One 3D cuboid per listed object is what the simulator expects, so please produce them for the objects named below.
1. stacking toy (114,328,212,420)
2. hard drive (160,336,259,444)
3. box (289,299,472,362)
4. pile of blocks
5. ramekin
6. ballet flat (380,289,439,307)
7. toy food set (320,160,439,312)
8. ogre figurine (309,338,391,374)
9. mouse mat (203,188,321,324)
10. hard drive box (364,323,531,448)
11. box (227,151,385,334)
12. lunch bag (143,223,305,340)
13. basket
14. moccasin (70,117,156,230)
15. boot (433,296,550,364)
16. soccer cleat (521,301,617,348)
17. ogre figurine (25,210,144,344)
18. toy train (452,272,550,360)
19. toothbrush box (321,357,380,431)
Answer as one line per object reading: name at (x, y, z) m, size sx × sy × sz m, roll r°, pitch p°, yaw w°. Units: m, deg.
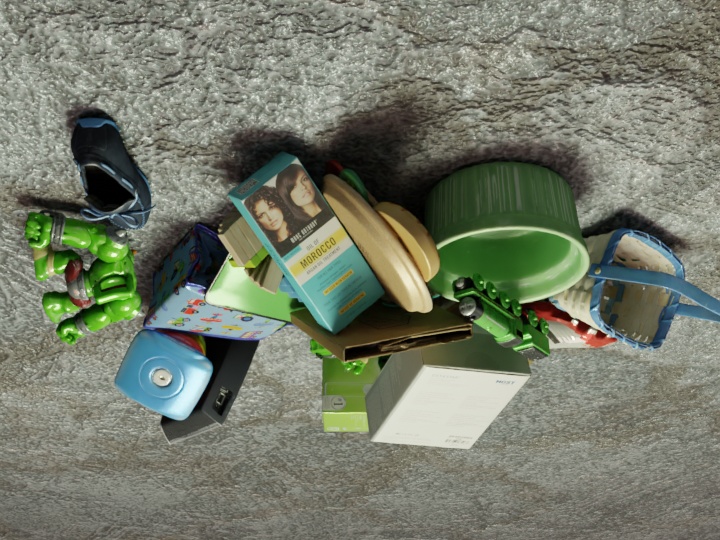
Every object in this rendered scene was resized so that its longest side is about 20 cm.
stacking toy at (-0.258, 0.112, 1.519) m, size 0.116 × 0.200 × 0.110 m, roll 28°, pitch 107°, yaw -5°
hard drive at (-0.215, 0.149, 1.548) m, size 0.135 × 0.200 × 0.042 m, roll -24°, pitch 123°, yaw 39°
box at (0.020, 0.064, 1.302) m, size 0.163 × 0.021 × 0.200 m, roll -10°, pitch -166°, yaw -19°
pile of blocks at (-0.100, -0.006, 1.269) m, size 0.200 × 0.082 × 0.062 m, roll 33°, pitch 160°, yaw -35°
ramekin at (0.167, -0.044, 1.273) m, size 0.200 × 0.098 × 0.200 m, roll 0°, pitch 153°, yaw 0°
ballet flat at (0.108, -0.002, 1.365) m, size 0.200 × 0.065 × 0.070 m, roll -13°, pitch -161°, yaw -37°
toy food set at (0.021, -0.037, 1.208) m, size 0.049 × 0.198 × 0.200 m, roll -38°, pitch 151°, yaw -9°
ogre figurine at (0.037, 0.097, 1.514) m, size 0.200 × 0.098 × 0.120 m, roll -26°, pitch 177°, yaw 2°
mouse mat at (-0.084, -0.018, 1.318) m, size 0.161 × 0.008 × 0.200 m, roll 15°, pitch 120°, yaw -32°
hard drive box at (0.113, 0.156, 1.440) m, size 0.156 × 0.077 × 0.200 m, roll 7°, pitch 141°, yaw -20°
box at (-0.059, -0.030, 1.216) m, size 0.200 × 0.082 × 0.049 m, roll 56°, pitch 168°, yaw -25°
lunch bag at (-0.162, 0.040, 1.417) m, size 0.200 × 0.094 × 0.151 m, roll 21°, pitch 146°, yaw -24°
basket at (0.351, 0.024, 1.339) m, size 0.176 × 0.139 × 0.200 m, roll 25°, pitch 175°, yaw -41°
moccasin at (-0.289, -0.092, 1.207) m, size 0.080 × 0.068 × 0.200 m, roll -4°, pitch 153°, yaw 7°
boot at (0.184, 0.073, 1.543) m, size 0.200 × 0.066 × 0.175 m, roll 16°, pitch 136°, yaw -30°
soccer cleat at (0.257, 0.079, 1.470) m, size 0.200 × 0.069 × 0.085 m, roll 8°, pitch 139°, yaw -17°
ogre figurine at (-0.342, 0.010, 1.348) m, size 0.120 × 0.098 × 0.200 m, roll -4°, pitch 111°, yaw -1°
toy train at (0.174, 0.061, 1.306) m, size 0.042 × 0.056 × 0.200 m, roll -19°, pitch 148°, yaw 33°
toothbrush box at (0.042, 0.162, 1.620) m, size 0.200 × 0.146 × 0.086 m, roll 1°, pitch 152°, yaw 0°
